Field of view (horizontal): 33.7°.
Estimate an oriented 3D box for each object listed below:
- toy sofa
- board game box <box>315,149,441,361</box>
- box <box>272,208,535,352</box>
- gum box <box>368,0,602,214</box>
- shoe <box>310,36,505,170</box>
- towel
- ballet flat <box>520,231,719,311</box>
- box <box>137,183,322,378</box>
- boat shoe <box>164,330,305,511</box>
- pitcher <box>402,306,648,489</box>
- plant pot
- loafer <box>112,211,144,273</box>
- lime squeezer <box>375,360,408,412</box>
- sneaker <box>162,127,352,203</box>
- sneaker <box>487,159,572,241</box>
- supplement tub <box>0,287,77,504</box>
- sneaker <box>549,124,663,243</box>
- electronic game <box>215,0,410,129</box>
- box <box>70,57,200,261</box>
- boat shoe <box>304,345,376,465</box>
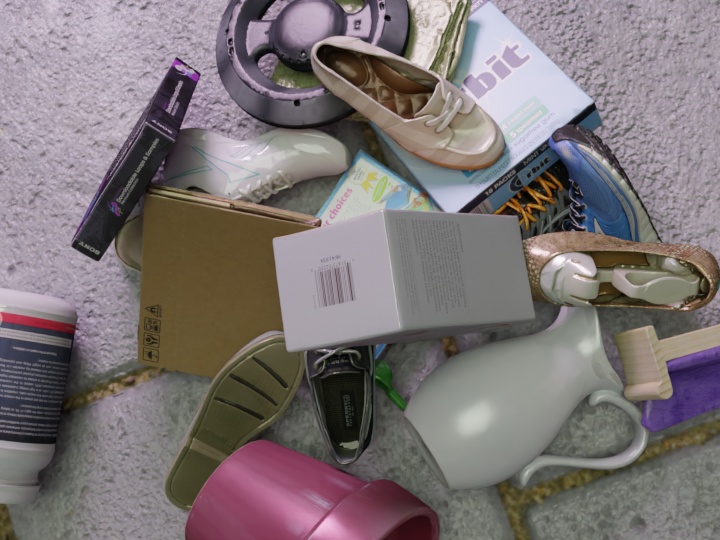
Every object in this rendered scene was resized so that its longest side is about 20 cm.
[{"bbox_3d":[0.339,0.077,1.066,0.199,0.083,0.098,-14,85,-10],"label":"toy sofa"},{"bbox_3d":[0.000,0.000,1.183,0.134,0.034,0.201,34,89,12],"label":"board game box"},{"bbox_3d":[0.040,0.009,1.013,0.124,0.199,0.098,-13,82,38],"label":"box"},{"bbox_3d":[0.105,-0.158,1.148,0.170,0.045,0.200,-39,56,2],"label":"gum box"},{"bbox_3d":[0.040,-0.152,1.075,0.199,0.053,0.070,29,87,5],"label":"shoe"},{"bbox_3d":[0.007,-0.211,1.173,0.199,0.036,0.149,9,70,28],"label":"towel"},{"bbox_3d":[0.221,0.004,1.051,0.198,0.065,0.071,-2,110,4],"label":"ballet flat"},{"bbox_3d":[-0.128,0.022,1.125,0.162,0.021,0.201,11,124,1],"label":"box"},{"bbox_3d":[-0.124,0.136,1.147,0.075,0.068,0.200,36,101,-11],"label":"boat shoe"},{"bbox_3d":[0.156,0.138,1.104,0.199,0.121,0.172,-30,88,-8],"label":"pitcher"},{"bbox_3d":[-0.054,0.256,1.088,0.179,0.200,0.201,31,88,28],"label":"plant pot"},{"bbox_3d":[-0.170,-0.026,1.183,0.199,0.068,0.076,6,82,24],"label":"loafer"},{"bbox_3d":[0.020,0.080,1.140,0.070,0.038,0.201,-23,98,-38],"label":"lime squeezer"},{"bbox_3d":[-0.105,-0.096,1.190,0.199,0.071,0.081,-2,64,15],"label":"sneaker"},{"bbox_3d":[0.155,-0.053,1.144,0.078,0.077,0.201,34,87,13],"label":"sneaker"},{"bbox_3d":[-0.363,0.119,1.170,0.139,0.140,0.201,7,83,10],"label":"supplement tub"},{"bbox_3d":[0.220,-0.043,1.097,0.089,0.079,0.200,-28,116,12],"label":"sneaker"},{"bbox_3d":[-0.048,-0.231,1.160,0.199,0.042,0.201,-6,70,15],"label":"electronic game"},{"bbox_3d":[-0.211,-0.110,1.133,0.036,0.200,0.143,31,113,-13],"label":"box"},{"bbox_3d":[-0.015,0.079,1.074,0.072,0.071,0.201,-10,105,3],"label":"boat shoe"}]
